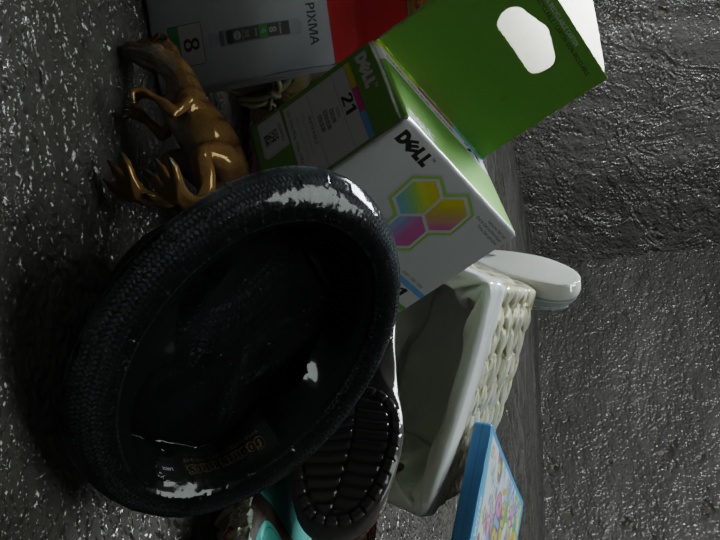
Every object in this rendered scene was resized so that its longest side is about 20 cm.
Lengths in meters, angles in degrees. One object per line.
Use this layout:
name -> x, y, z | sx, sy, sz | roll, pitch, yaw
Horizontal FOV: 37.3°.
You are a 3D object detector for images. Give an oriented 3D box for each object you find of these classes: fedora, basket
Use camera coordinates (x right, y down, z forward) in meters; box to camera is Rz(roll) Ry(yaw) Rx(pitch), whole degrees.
fedora -> -0.076, 0.025, 0.562 | 0.091, 0.199, 0.203 | 36, -26, 44
basket -> 0.055, 0.082, 0.908 | 0.123, 0.134, 0.204 | 0, 109, -58

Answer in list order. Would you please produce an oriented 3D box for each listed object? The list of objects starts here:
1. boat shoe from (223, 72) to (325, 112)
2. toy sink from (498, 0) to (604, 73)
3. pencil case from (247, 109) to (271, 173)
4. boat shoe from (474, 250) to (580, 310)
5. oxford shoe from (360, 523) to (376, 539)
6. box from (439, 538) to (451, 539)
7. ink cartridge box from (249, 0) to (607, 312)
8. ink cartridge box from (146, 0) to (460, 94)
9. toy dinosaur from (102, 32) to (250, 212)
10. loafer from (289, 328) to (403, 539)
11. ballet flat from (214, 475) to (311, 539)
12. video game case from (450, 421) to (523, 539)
boat shoe -> -0.036, -0.141, 0.792 | 0.199, 0.073, 0.064 | -3, 73, -47
toy sink -> 0.081, -0.190, 0.806 | 0.198, 0.111, 0.133 | -17, 97, -47
pencil case -> -0.047, -0.118, 0.868 | 0.087, 0.081, 0.204 | 60, 27, -64
boat shoe -> 0.121, 0.022, 0.997 | 0.071, 0.198, 0.070 | -16, 107, -44
oxford shoe -> -0.039, 0.179, 0.844 | 0.075, 0.069, 0.203 | -44, 133, -39
box -> 0.047, 0.382, 0.940 | 0.201, 0.121, 0.201 | -79, 159, -55
ink cartridge box -> 0.053, -0.079, 0.656 | 0.147, 0.198, 0.077 | 38, 26, -46
ink cartridge box -> -0.046, -0.204, 0.662 | 0.050, 0.196, 0.164 | -22, 105, -64
toy dinosaur -> -0.083, -0.055, 0.621 | 0.106, 0.060, 0.202 | -30, 90, -48
loafer -> -0.002, 0.105, 0.735 | 0.072, 0.071, 0.202 | 87, 10, -45
ballet flat -> -0.071, 0.175, 0.678 | 0.076, 0.063, 0.200 | 61, 20, -15
video game case -> 0.108, 0.234, 0.910 | 0.201, 0.017, 0.145 | 62, 38, -56
